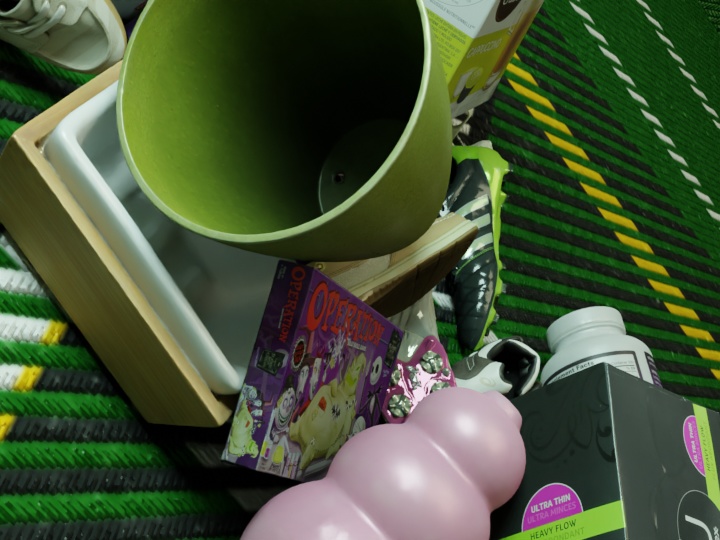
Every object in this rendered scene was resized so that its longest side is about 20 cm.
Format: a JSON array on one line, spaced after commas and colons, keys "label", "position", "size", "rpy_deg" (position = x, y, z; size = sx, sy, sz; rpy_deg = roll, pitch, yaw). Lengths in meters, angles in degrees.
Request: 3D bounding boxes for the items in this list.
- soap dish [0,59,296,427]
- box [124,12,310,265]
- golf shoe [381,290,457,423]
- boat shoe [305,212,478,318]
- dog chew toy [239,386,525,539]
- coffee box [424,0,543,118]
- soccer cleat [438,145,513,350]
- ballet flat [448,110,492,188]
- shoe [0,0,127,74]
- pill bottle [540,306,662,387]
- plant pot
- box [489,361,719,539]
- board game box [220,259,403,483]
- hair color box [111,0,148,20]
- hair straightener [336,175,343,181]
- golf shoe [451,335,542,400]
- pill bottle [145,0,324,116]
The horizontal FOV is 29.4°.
[{"label": "soap dish", "position": [-0.126, -0.017, 0.835], "size": [0.201, 0.081, 0.158], "rpy_deg": [56, 27, -12]}, {"label": "box", "position": [-0.089, -0.091, 1.013], "size": [0.136, 0.039, 0.202], "rpy_deg": [4, 62, -58]}, {"label": "golf shoe", "position": [0.026, 0.044, 1.062], "size": [0.092, 0.074, 0.202], "rpy_deg": [88, -5, -64]}, {"label": "boat shoe", "position": [0.000, 0.000, 0.979], "size": [0.199, 0.074, 0.067], "rpy_deg": [-29, 69, -33]}, {"label": "dog chew toy", "position": [0.019, 0.150, 0.809], "size": [0.125, 0.200, 0.125], "rpy_deg": [44, -10, 10]}, {"label": "coffee box", "position": [0.049, -0.265, 1.167], "size": [0.199, 0.199, 0.200], "rpy_deg": [35, 26, 9]}, {"label": "soccer cleat", "position": [0.092, -0.023, 1.253], "size": [0.080, 0.068, 0.203], "rpy_deg": [9, 64, -6]}, {"label": "ballet flat", "position": [0.088, -0.122, 1.324], "size": [0.201, 0.074, 0.074], "rpy_deg": [54, 28, -16]}, {"label": "shoe", "position": [-0.226, -0.174, 0.818], "size": [0.199, 0.070, 0.054], "rpy_deg": [35, 32, -28]}, {"label": "pill bottle", "position": [0.235, 0.141, 1.294], "size": [0.112, 0.112, 0.202], "rpy_deg": [27, 43, -48]}, {"label": "plant pot", "position": [-0.019, -0.079, 0.828], "size": [0.200, 0.185, 0.189], "rpy_deg": [39, 32, -65]}, {"label": "box", "position": [0.125, 0.171, 0.877], "size": [0.123, 0.199, 0.150], "rpy_deg": [22, 53, -37]}, {"label": "board game box", "position": [-0.024, 0.074, 0.865], "size": [0.200, 0.032, 0.122], "rpy_deg": [36, 64, -69]}, {"label": "hair color box", "position": [-0.119, -0.231, 1.020], "size": [0.199, 0.101, 0.062], "rpy_deg": [-12, 76, -63]}, {"label": "hair straightener", "position": [-0.002, -0.045, 1.117], "size": [0.077, 0.041, 0.202], "rpy_deg": [-15, 84, -62]}, {"label": "golf shoe", "position": [0.122, 0.097, 1.156], "size": [0.078, 0.094, 0.199], "rpy_deg": [63, 25, 5]}, {"label": "pill bottle", "position": [-0.055, -0.143, 0.955], "size": [0.199, 0.112, 0.114], "rpy_deg": [19, 49, -52]}]
